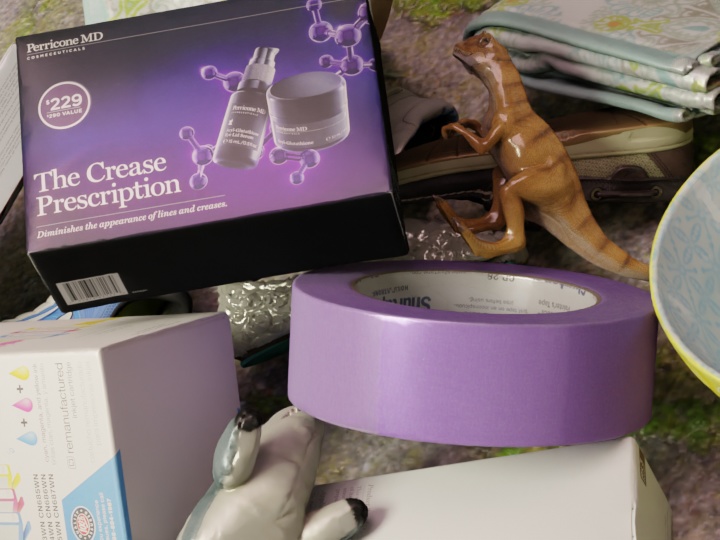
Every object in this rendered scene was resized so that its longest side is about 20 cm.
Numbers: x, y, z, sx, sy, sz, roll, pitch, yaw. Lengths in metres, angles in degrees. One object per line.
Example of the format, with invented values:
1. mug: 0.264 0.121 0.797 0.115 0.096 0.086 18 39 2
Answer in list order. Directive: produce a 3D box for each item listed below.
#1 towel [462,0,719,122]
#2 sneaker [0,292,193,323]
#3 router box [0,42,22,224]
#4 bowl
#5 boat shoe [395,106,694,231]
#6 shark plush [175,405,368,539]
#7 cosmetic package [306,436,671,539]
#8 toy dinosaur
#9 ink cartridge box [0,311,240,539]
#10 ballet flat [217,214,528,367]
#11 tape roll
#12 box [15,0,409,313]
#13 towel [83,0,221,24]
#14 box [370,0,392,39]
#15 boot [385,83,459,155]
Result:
1. towel: 0.188 -0.157 1.347 0.171 0.048 0.200 -32 36 -32
2. sneaker: -0.187 0.063 1.366 0.200 0.079 0.089 -45 44 -14
3. router box: -0.258 -0.037 1.405 0.201 0.049 0.179 -61 8 -10
4. bowl: 0.263 0.017 1.151 0.199 0.108 0.201 -14 48 16
5. boat shoe: 0.104 -0.054 1.306 0.199 0.065 0.073 -9 14 10
6. shark plush: -0.074 0.161 1.153 0.201 0.091 0.083 -63 20 -6
7. cosmetic package: 0.062 0.166 1.149 0.199 0.081 0.113 -8 50 20
8. toy dinosaur: 0.104 -0.044 1.237 0.106 0.060 0.200 -34 89 -1
9. ink cartridge box: -0.182 0.100 1.246 0.199 0.129 0.125 -5 6 31
10. ballet flat: 0.000 0.000 1.319 0.199 0.072 0.072 -19 46 11
11. tape roll: 0.061 0.041 1.180 0.199 0.066 0.200 3 10 0
12. box: -0.083 -0.070 1.197 0.199 0.079 0.142 -10 61 4
13. towel: -0.074 -0.119 1.292 0.170 0.048 0.201 -10 69 5
14. box: -0.060 -0.110 1.405 0.200 0.163 0.021 -41 88 -8
15. boot: -0.014 -0.063 1.360 0.095 0.074 0.200 11 38 28
